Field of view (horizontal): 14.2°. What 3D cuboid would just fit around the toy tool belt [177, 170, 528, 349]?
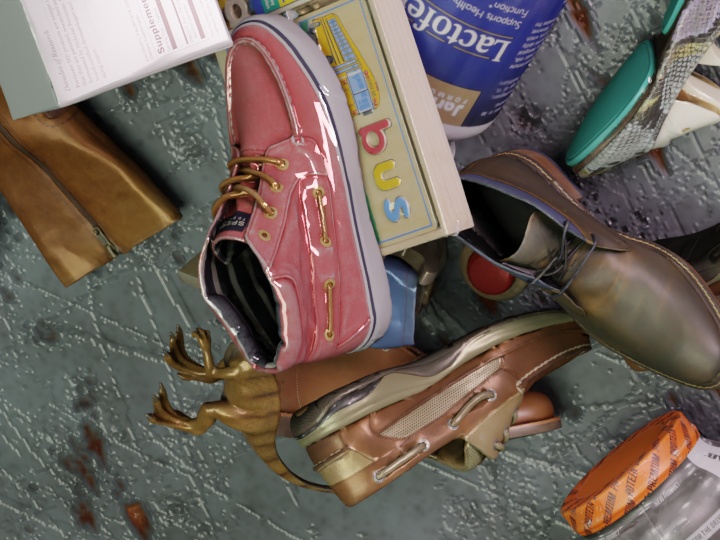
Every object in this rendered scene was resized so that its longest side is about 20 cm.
[{"bbox_3d":[0.000,0.000,1.760,0.199,0.123,0.125,10,115,17],"label":"toy tool belt"}]

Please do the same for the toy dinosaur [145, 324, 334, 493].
[{"bbox_3d":[-0.070,0.084,1.757,0.106,0.060,0.200,11,140,14],"label":"toy dinosaur"}]

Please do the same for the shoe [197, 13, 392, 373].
[{"bbox_3d":[-0.050,-0.043,1.620,0.071,0.091,0.201,-15,92,43],"label":"shoe"}]

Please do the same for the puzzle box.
[{"bbox_3d":[-0.018,-0.101,1.656,0.133,0.025,0.200,-19,89,42],"label":"puzzle box"}]

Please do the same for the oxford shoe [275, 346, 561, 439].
[{"bbox_3d":[0.029,0.074,1.816,0.199,0.071,0.072,4,91,16],"label":"oxford shoe"}]

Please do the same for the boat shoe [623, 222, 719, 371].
[{"bbox_3d":[0.228,0.010,1.708,0.200,0.076,0.074,-16,111,35],"label":"boat shoe"}]

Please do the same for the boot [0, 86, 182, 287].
[{"bbox_3d":[-0.185,-0.103,1.823,0.188,0.068,0.200,-35,97,30],"label":"boot"}]

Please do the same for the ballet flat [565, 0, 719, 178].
[{"bbox_3d":[0.190,-0.121,1.666,0.072,0.072,0.201,33,122,6],"label":"ballet flat"}]

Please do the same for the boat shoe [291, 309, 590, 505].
[{"bbox_3d":[0.053,0.084,1.732,0.074,0.200,0.076,65,154,6],"label":"boat shoe"}]

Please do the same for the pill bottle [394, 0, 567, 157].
[{"bbox_3d":[0.049,-0.148,1.682,0.116,0.116,0.200,34,121,5],"label":"pill bottle"}]

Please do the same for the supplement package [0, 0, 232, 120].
[{"bbox_3d":[-0.174,-0.201,1.670,0.111,0.156,0.200,-21,96,-15],"label":"supplement package"}]

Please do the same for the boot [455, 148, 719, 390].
[{"bbox_3d":[0.123,0.005,1.662,0.200,0.097,0.075,40,114,24],"label":"boot"}]

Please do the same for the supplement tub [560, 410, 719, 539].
[{"bbox_3d":[0.221,0.190,1.754,0.122,0.123,0.200,-37,95,30],"label":"supplement tub"}]
